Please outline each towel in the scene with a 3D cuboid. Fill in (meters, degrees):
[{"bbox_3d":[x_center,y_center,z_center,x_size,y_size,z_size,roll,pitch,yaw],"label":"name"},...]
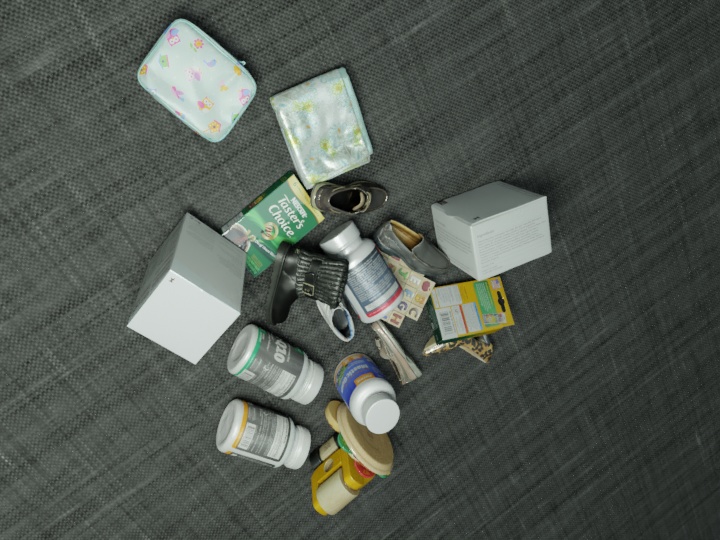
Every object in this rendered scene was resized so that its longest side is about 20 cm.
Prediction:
[{"bbox_3d":[-0.075,-0.291,1.224,0.168,0.048,0.204,-26,114,-12],"label":"towel"}]

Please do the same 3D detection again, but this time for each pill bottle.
[{"bbox_3d":[0.016,0.281,1.354,0.109,0.200,0.116,-6,109,-18],"label":"pill bottle"},{"bbox_3d":[-0.218,0.377,1.345,0.197,0.116,0.118,27,97,-26],"label":"pill bottle"},{"bbox_3d":[0.000,0.000,1.298,0.118,0.119,0.203,-35,104,-6],"label":"pill bottle"},{"bbox_3d":[-0.185,0.212,1.306,0.198,0.113,0.115,33,94,-26],"label":"pill bottle"}]

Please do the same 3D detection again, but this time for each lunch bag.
[{"bbox_3d":[-0.297,-0.353,1.104,0.199,0.077,0.162,37,90,-26],"label":"lunch bag"}]

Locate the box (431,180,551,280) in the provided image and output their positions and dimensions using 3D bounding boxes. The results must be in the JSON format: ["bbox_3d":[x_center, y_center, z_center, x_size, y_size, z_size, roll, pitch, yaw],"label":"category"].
[{"bbox_3d":[0.291,-0.097,1.338,0.195,0.199,0.134,-20,114,-13],"label":"box"}]

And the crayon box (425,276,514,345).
[{"bbox_3d":[0.262,0.096,1.435,0.194,0.052,0.129,-9,72,-17],"label":"crayon box"}]

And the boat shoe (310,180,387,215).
[{"bbox_3d":[-0.013,-0.146,1.258,0.196,0.073,0.077,-9,115,-37],"label":"boat shoe"}]

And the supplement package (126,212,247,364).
[{"bbox_3d":[-0.322,0.031,1.128,0.150,0.202,0.151,35,113,-26],"label":"supplement package"}]

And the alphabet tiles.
[{"bbox_3d":[0.070,0.032,1.379,0.196,0.006,0.170,25,97,-12],"label":"alphabet tiles"}]

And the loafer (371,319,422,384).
[{"bbox_3d":[0.078,0.203,1.429,0.062,0.072,0.201,-37,119,3],"label":"loafer"}]

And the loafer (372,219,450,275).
[{"bbox_3d":[0.124,-0.049,1.333,0.196,0.072,0.074,23,57,-15],"label":"loafer"}]

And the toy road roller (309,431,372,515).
[{"bbox_3d":[-0.030,0.487,1.403,0.123,0.201,0.145,-42,114,16],"label":"toy road roller"}]

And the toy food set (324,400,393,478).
[{"bbox_3d":[0.006,0.398,1.393,0.048,0.200,0.199,-41,138,15],"label":"toy food set"}]

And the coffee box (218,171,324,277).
[{"bbox_3d":[-0.185,-0.098,1.245,0.199,0.044,0.124,-39,116,-5],"label":"coffee box"}]

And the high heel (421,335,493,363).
[{"bbox_3d":[0.249,0.208,1.488,0.196,0.071,0.146,-27,110,-19],"label":"high heel"}]

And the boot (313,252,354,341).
[{"bbox_3d":[-0.064,0.060,1.312,0.072,0.096,0.203,-30,115,-8],"label":"boot"}]

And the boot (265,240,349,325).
[{"bbox_3d":[-0.114,0.049,1.244,0.154,0.080,0.215,18,127,1],"label":"boot"}]
